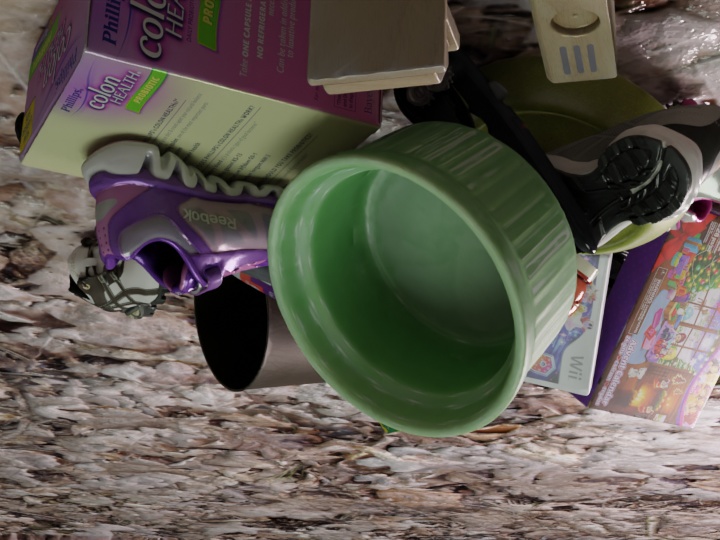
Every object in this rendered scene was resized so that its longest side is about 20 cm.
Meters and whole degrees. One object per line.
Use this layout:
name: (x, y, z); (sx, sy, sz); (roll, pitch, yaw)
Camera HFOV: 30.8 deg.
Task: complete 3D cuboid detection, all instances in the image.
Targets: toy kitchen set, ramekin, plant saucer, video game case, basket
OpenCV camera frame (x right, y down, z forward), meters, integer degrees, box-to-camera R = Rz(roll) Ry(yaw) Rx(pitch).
toy kitchen set: (0.042, -0.143, 0.750); (0.199, 0.164, 0.180); (-3, 158, 14)
ramekin: (0.045, 0.000, 0.864); (0.200, 0.200, 0.098); (-21, -169, 45)
plant saucer: (0.150, -0.075, 0.985); (0.200, 0.031, 0.200); (18, 144, 13)
video game case: (0.110, 0.025, 1.136); (0.200, 0.018, 0.144); (12, 121, 16)
basket: (-0.038, 0.041, 1.264); (0.200, 0.180, 0.136); (5, 122, -31)

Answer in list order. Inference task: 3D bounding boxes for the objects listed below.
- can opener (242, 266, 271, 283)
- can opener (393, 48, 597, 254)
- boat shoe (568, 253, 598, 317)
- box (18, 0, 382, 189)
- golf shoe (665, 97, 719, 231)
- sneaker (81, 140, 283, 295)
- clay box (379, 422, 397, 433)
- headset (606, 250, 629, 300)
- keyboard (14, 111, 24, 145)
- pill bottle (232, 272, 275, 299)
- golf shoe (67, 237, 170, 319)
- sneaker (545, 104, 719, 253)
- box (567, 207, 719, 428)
can opener: (-0.096, -0.029, 1.011); (0.200, 0.053, 0.067); (20, 169, 12)
can opener: (0.093, -0.085, 0.893); (0.063, 0.200, 0.079); (-47, 161, 24)
boat shoe: (0.113, 0.002, 0.991); (0.071, 0.063, 0.200); (32, 180, -18)
box: (-0.111, -0.127, 0.895); (0.200, 0.097, 0.176); (11, 157, -24)
golf shoe: (0.220, -0.057, 1.041); (0.092, 0.075, 0.200); (43, 150, -6)
sneaker: (-0.104, -0.020, 0.917); (0.200, 0.089, 0.080); (15, 154, -33)
clay box: (0.101, 0.081, 1.351); (0.115, 0.200, 0.048); (-19, 113, 41)
headset: (0.228, 0.017, 1.217); (0.094, 0.124, 0.200); (-18, 128, 41)
keyboard: (-0.164, -0.104, 1.003); (0.200, 0.040, 0.104); (10, -164, -26)
pill bottle: (0.000, 0.000, 1.087); (0.200, 0.112, 0.111); (29, 161, 9)
golf shoe: (-0.232, -0.001, 1.256); (0.094, 0.078, 0.200); (9, 156, -17)
sneaker: (0.179, -0.065, 0.892); (0.079, 0.074, 0.200); (-34, -171, -25)
box: (0.284, 0.039, 1.176); (0.137, 0.200, 0.039); (13, -163, -32)
